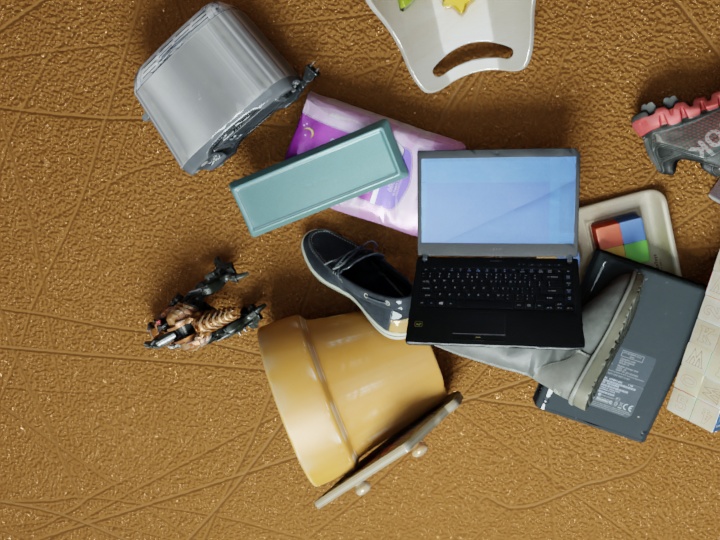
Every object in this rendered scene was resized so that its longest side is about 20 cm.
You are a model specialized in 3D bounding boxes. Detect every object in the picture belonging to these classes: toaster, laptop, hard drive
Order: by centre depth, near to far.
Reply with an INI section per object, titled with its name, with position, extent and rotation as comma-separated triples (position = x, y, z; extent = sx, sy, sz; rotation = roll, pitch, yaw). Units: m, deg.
[laptop]
position = 0.140, -0.026, 0.776
extent = 0.177, 0.200, 0.103
rotation = 1, 135, 12
[toaster]
position = -0.160, -0.214, 0.857
extent = 0.200, 0.114, 0.129
rotation = -37, 95, 17
[hard drive]
position = 0.304, 0.089, 0.872
extent = 0.139, 0.033, 0.200
rotation = 19, 105, -1

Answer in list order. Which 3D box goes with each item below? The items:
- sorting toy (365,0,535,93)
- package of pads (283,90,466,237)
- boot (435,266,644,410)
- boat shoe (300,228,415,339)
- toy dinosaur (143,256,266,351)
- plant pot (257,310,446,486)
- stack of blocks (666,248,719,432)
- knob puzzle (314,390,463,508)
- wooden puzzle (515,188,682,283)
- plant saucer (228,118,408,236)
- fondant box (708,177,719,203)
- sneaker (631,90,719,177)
[sorting toy]
position = 0.107, -0.293, 0.811
extent = 0.200, 0.107, 0.180
rotation = -12, 110, 10
[package of pads]
position = 0.014, -0.122, 0.877
extent = 0.200, 0.076, 0.121
rotation = 19, 104, 2
[boot]
position = 0.188, 0.041, 0.823
extent = 0.200, 0.073, 0.182
rotation = 25, 66, 27
[boat shoe]
position = 0.000, 0.000, 0.873
extent = 0.075, 0.200, 0.062
rotation = -24, 137, -27
[toy dinosaur]
position = -0.193, 0.063, 0.920
extent = 0.200, 0.136, 0.102
rotation = 18, 132, 46
[plant pot]
position = -0.003, 0.131, 0.899
extent = 0.183, 0.200, 0.200
rotation = -21, 102, -3
[stack of blocks]
position = 0.430, 0.074, 0.848
extent = 0.059, 0.115, 0.200
rotation = 29, 113, 45
[knob puzzle]
position = 0.057, 0.209, 0.900
extent = 0.220, 0.220, 0.030
rotation = -40, 82, 16
[wooden puzzle]
position = 0.279, 0.016, 0.893
extent = 0.200, 0.046, 0.185
rotation = -14, 103, 12
[plant saucer]
position = -0.050, -0.101, 0.843
extent = 0.200, 0.019, 0.070
rotation = -20, 102, 14
[fondant box]
position = 0.509, -0.126, 0.817
extent = 0.144, 0.058, 0.200
rotation = 30, 106, -1
[sneaker]
position = 0.399, -0.154, 0.793
extent = 0.200, 0.071, 0.098
rotation = -14, 91, 30
